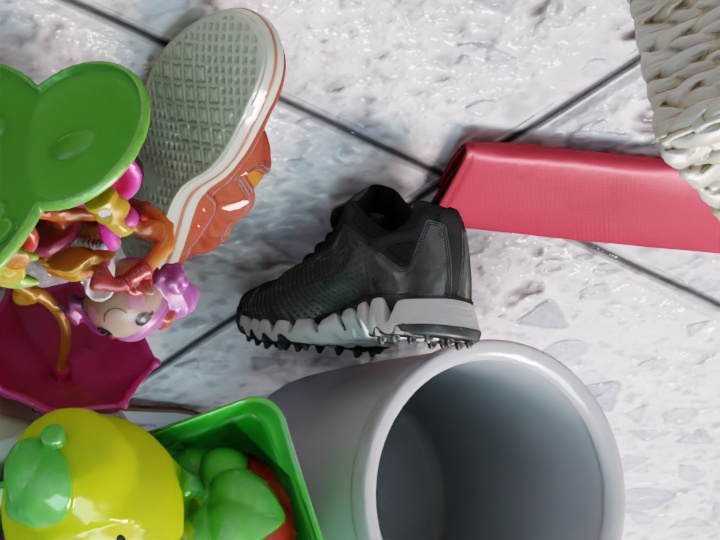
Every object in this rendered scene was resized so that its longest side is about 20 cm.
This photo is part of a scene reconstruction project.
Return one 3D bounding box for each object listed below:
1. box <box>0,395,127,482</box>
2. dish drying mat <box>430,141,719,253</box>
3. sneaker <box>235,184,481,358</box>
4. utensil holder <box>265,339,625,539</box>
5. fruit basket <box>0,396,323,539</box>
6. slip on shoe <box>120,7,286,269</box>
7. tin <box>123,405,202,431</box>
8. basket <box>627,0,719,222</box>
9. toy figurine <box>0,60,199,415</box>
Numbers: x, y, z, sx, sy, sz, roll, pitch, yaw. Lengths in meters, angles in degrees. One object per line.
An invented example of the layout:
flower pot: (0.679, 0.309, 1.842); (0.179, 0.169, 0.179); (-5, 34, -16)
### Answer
box: (-0.213, 0.076, 1.529); (0.078, 0.095, 0.200); (-41, 158, 13)
dish drying mat: (0.140, -0.041, 1.552); (0.199, 0.018, 0.077); (5, 148, -17)
sneaker: (0.000, 0.000, 1.548); (0.066, 0.091, 0.200); (8, 172, -34)
utensil holder: (0.031, 0.131, 1.615); (0.169, 0.171, 0.200); (11, 170, -26)
fruit basket: (-0.121, 0.147, 1.464); (0.214, 0.156, 0.216); (-18, 176, -1)
slip on shoe: (-0.074, -0.068, 1.432); (0.061, 0.074, 0.200); (-16, 155, -28)
tin: (-0.151, 0.132, 1.687); (0.199, 0.112, 0.042); (3, 138, -25)
basket: (0.246, -0.112, 1.320); (0.199, 0.162, 0.198); (-22, 145, 21)
toy figurine: (-0.151, -0.003, 1.423); (0.199, 0.151, 0.184); (-21, 141, 17)
